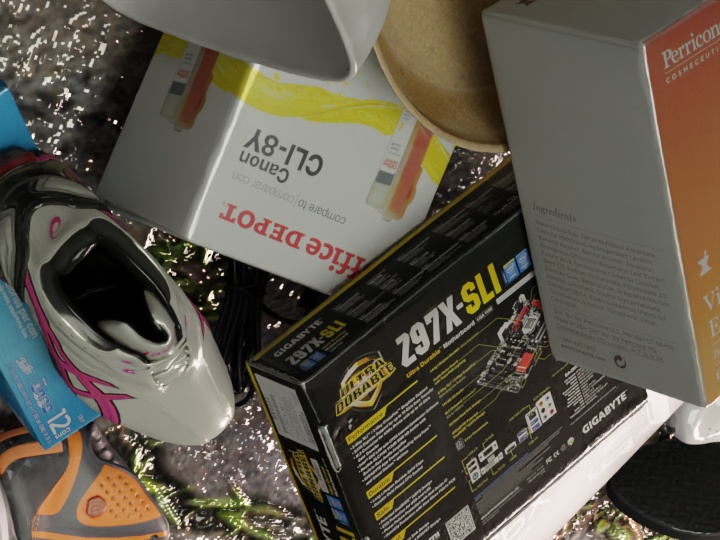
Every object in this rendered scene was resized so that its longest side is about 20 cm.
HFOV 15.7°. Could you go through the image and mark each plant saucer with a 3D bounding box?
[{"bbox_3d":[0.067,-0.159,1.272,0.200,0.035,0.200,-12,110,-38],"label":"plant saucer"}]

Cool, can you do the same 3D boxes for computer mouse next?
[{"bbox_3d":[0.000,0.000,1.432,0.200,0.046,0.141,-1,105,-34],"label":"computer mouse"}]

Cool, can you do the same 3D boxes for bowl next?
[{"bbox_3d":[-0.076,-0.190,1.165,0.075,0.200,0.200,-50,135,-21],"label":"bowl"}]

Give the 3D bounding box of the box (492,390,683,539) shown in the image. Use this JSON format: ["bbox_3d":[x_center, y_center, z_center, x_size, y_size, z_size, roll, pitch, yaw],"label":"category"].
[{"bbox_3d":[0.107,0.082,1.492,0.200,0.050,0.158,-43,149,-20],"label":"box"}]

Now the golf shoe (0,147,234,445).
[{"bbox_3d":[-0.114,0.031,1.250,0.073,0.092,0.200,-44,133,-6],"label":"golf shoe"}]

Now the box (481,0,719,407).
[{"bbox_3d":[0.164,-0.062,1.287,0.152,0.106,0.200,-33,124,-31],"label":"box"}]

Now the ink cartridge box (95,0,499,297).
[{"bbox_3d":[-0.021,-0.095,1.301,0.145,0.083,0.200,22,92,-42],"label":"ink cartridge box"}]

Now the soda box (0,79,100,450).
[{"bbox_3d":[-0.176,-0.010,1.287,0.068,0.064,0.200,-33,131,-14],"label":"soda box"}]

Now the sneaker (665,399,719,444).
[{"bbox_3d":[0.280,0.066,1.627,0.200,0.087,0.075,-19,128,-22],"label":"sneaker"}]

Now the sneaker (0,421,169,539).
[{"bbox_3d":[-0.156,0.170,1.402,0.112,0.078,0.200,-15,124,-25],"label":"sneaker"}]

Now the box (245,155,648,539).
[{"bbox_3d":[0.050,0.056,1.331,0.200,0.049,0.160,-38,125,-25],"label":"box"}]

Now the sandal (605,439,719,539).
[{"bbox_3d":[0.240,0.145,1.661,0.200,0.075,0.048,-4,137,-32],"label":"sandal"}]
